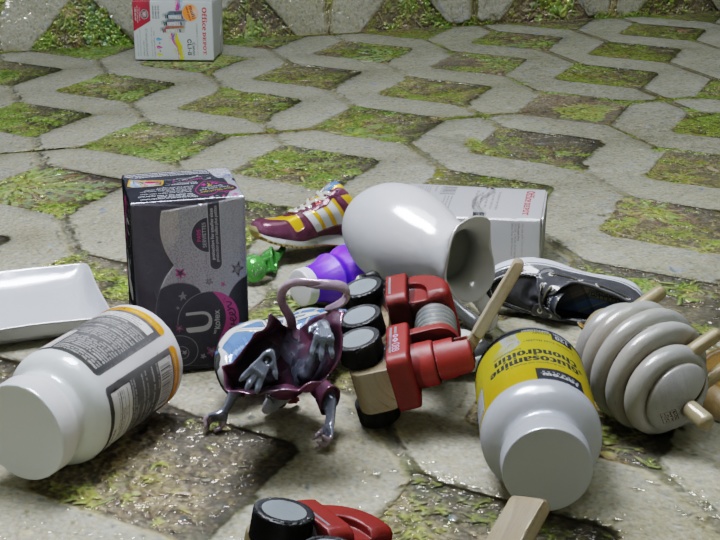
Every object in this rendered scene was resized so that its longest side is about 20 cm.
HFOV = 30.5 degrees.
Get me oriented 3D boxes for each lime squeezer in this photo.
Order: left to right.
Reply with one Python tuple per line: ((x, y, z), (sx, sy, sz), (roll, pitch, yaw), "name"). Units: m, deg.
((-0.139, -0.004, 1.755), (0.070, 0.038, 0.199), (-26, 0, 40), "lime squeezer")

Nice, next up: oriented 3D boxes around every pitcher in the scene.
((0.077, -0.013, 1.576), (0.121, 0.173, 0.199), (-37, 37, -26), "pitcher")

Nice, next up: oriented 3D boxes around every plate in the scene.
((-0.414, 0.045, 1.602), (0.198, 0.033, 0.200), (-7, 22, -19), "plate")

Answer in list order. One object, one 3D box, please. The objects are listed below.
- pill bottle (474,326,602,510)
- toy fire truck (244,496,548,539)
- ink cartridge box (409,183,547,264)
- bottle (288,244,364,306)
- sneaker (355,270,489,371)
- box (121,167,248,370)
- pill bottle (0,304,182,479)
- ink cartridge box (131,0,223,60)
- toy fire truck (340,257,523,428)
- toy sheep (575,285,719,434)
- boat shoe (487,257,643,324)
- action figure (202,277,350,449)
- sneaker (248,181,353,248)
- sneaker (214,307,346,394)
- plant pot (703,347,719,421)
((0.165, 0.138, 1.229), (0.111, 0.113, 0.200), (1, 20, 2), "pill bottle")
((0.031, 0.224, 0.986), (0.198, 0.130, 0.175), (1, 16, -39), "toy fire truck")
((0.155, -0.058, 1.812), (0.198, 0.085, 0.145), (3, 20, 10), "ink cartridge box")
((0.000, 0.000, 1.679), (0.199, 0.066, 0.083), (-17, 29, -38), "bottle")
((0.062, 0.056, 1.493), (0.199, 0.089, 0.075), (17, 24, 35), "sneaker")
((-0.194, 0.000, 1.478), (0.131, 0.202, 0.115), (-5, 22, -14), "box")
((-0.267, 0.117, 1.277), (0.115, 0.118, 0.200), (9, 21, 23), "pill bottle")
((-0.440, -0.594, 3.203), (0.197, 0.147, 0.145), (1, 20, 3), "ink cartridge box")
((0.080, 0.051, 1.357), (0.198, 0.130, 0.176), (-13, 24, 8), "toy fire truck")
((0.290, 0.096, 1.326), (0.136, 0.139, 0.200), (-8, 27, -22), "toy sheep")
((0.244, 0.034, 1.596), (0.198, 0.071, 0.066), (12, 20, 9), "boat shoe")
((-0.082, 0.093, 1.300), (0.132, 0.151, 0.200), (9, -13, 0), "action figure")
((-0.062, -0.080, 1.831), (0.198, 0.091, 0.075), (-1, 12, -32), "sneaker")
((-0.078, 0.078, 1.423), (0.077, 0.076, 0.199), (-16, 7, 42), "sneaker")
((0.441, 0.121, 1.407), (0.197, 0.028, 0.200), (0, 19, 0), "plant pot")
